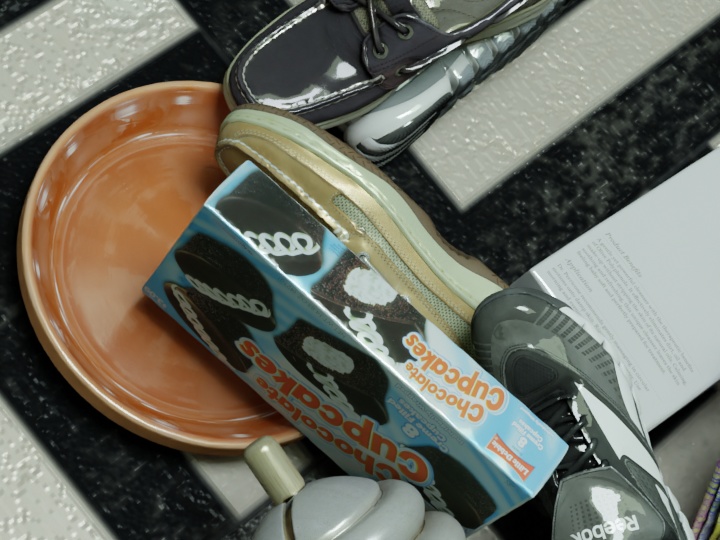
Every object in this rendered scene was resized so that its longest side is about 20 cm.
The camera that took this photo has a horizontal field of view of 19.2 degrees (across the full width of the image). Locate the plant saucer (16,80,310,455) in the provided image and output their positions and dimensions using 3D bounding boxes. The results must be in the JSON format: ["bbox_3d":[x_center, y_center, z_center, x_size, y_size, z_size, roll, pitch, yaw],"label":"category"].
[{"bbox_3d":[-0.077,-0.001,1.088,0.200,0.032,0.200,8,66,-19],"label":"plant saucer"}]

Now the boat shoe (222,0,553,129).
[{"bbox_3d":[0.020,-0.134,1.103,0.200,0.065,0.072,-25,77,-14],"label":"boat shoe"}]

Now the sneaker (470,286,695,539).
[{"bbox_3d":[0.113,0.101,1.033,0.200,0.066,0.091,62,13,-17],"label":"sneaker"}]

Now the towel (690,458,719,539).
[{"bbox_3d":[0.250,0.096,1.104,0.144,0.200,0.023,-3,39,-24],"label":"towel"}]

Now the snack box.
[{"bbox_3d":[-0.006,0.045,1.012,0.200,0.116,0.037,42,62,-1],"label":"snack box"}]

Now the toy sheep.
[{"bbox_3d":[0.005,0.164,0.992,0.138,0.138,0.200,-32,99,-31],"label":"toy sheep"}]

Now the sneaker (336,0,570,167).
[{"bbox_3d":[0.037,-0.155,1.180,0.115,0.075,0.200,47,60,4],"label":"sneaker"}]

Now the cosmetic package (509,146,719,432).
[{"bbox_3d":[0.173,0.010,1.158,0.200,0.085,0.108,-30,82,-31],"label":"cosmetic package"}]

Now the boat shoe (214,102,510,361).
[{"bbox_3d":[0.000,0.000,1.066,0.200,0.072,0.076,38,71,-4],"label":"boat shoe"}]
